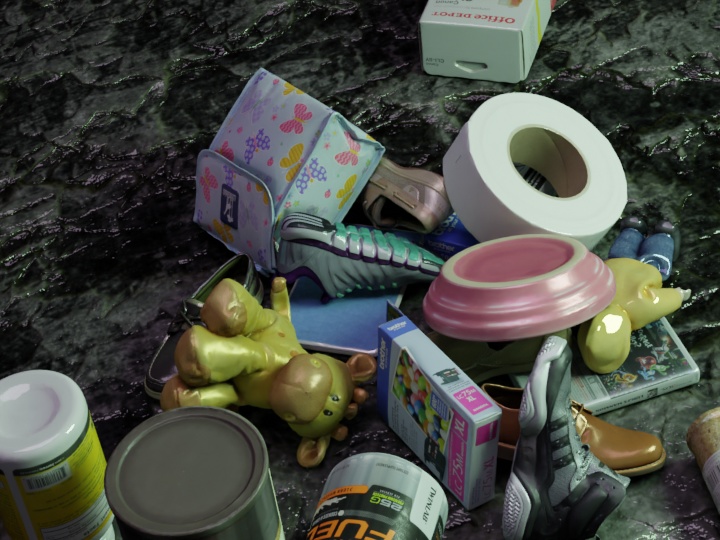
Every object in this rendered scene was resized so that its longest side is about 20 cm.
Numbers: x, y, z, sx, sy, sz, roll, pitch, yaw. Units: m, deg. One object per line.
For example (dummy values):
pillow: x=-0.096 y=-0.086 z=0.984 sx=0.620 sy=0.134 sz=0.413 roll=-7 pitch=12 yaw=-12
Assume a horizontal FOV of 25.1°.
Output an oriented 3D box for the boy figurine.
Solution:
boy figurine: x=0.283 y=0.026 z=1.703 sx=0.123 sy=0.065 sz=0.201 roll=8 pitch=45 yaw=23

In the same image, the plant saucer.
plant saucer: x=0.159 y=0.011 z=1.650 sx=0.198 sy=0.051 sz=0.201 roll=-9 pitch=19 yaw=3

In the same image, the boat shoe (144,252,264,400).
boat shoe: x=-0.176 y=0.056 z=1.780 sx=0.071 sy=0.066 sz=0.201 roll=18 pitch=49 yaw=26

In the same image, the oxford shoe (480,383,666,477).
oxford shoe: x=0.205 y=0.155 z=1.592 sx=0.198 sy=0.072 sz=0.071 roll=10 pitch=25 yaw=7

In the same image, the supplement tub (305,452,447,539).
supplement tub: x=0.003 y=0.276 z=1.469 sx=0.121 sy=0.123 sz=0.201 roll=5 pitch=44 yaw=15

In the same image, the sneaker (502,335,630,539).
sneaker: x=0.203 y=0.168 z=1.532 sx=0.113 sy=0.202 sz=0.075 roll=11 pitch=3 yaw=9

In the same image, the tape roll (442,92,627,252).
tape roll: x=0.195 y=-0.101 z=1.808 sx=0.200 sy=0.071 sz=0.204 roll=13 pitch=51 yaw=-17

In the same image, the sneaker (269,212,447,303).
sneaker: x=0.000 y=0.000 z=1.807 sx=0.198 sy=0.088 sz=0.074 roll=15 pitch=15 yaw=-5

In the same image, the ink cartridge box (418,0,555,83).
ink cartridge box: x=0.171 y=-0.346 z=2.145 sx=0.144 sy=0.084 sz=0.201 roll=7 pitch=45 yaw=17

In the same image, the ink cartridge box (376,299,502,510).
ink cartridge box: x=0.066 y=0.132 z=1.615 sx=0.042 sy=0.120 sz=0.200 roll=-19 pitch=42 yaw=-24

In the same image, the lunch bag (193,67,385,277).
lunch bag: x=-0.098 y=-0.108 z=1.876 sx=0.169 sy=0.127 sz=0.201 roll=35 pitch=94 yaw=45

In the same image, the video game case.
video game case: x=0.237 y=0.074 z=1.725 sx=0.180 sy=0.024 sz=0.201 roll=-17 pitch=42 yaw=-8

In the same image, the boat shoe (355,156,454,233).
boat shoe: x=0.030 y=-0.084 z=1.876 sx=0.199 sy=0.072 sz=0.065 roll=17 pitch=60 yaw=49

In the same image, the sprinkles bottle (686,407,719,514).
sprinkles bottle: x=0.367 y=0.219 z=1.509 sx=0.067 sy=0.069 sz=0.201 roll=-12 pitch=42 yaw=-3

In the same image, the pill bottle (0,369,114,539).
pill bottle: x=-0.296 y=0.201 z=1.544 sx=0.111 sy=0.201 sz=0.113 roll=-4 pitch=42 yaw=4

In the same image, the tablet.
tablet: x=-0.011 y=0.018 z=1.833 sx=0.129 sy=0.014 sz=0.201 roll=7 pitch=46 yaw=17

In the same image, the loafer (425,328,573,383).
loafer: x=0.120 y=0.074 z=1.687 sx=0.198 sy=0.068 sz=0.076 roll=-16 pitch=42 yaw=14

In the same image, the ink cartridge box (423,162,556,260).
ink cartridge box: x=0.161 y=-0.076 z=1.882 sx=0.093 sy=0.045 sz=0.200 roll=15 pitch=47 yaw=26

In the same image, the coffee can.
coffee can: x=-0.140 y=0.244 z=1.470 sx=0.145 sy=0.201 sz=0.147 roll=-5 pitch=42 yaw=5

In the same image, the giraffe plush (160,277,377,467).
giraffe plush: x=-0.082 y=0.114 z=1.661 sx=0.161 sy=0.174 sz=0.199 roll=32 pitch=23 yaw=24
